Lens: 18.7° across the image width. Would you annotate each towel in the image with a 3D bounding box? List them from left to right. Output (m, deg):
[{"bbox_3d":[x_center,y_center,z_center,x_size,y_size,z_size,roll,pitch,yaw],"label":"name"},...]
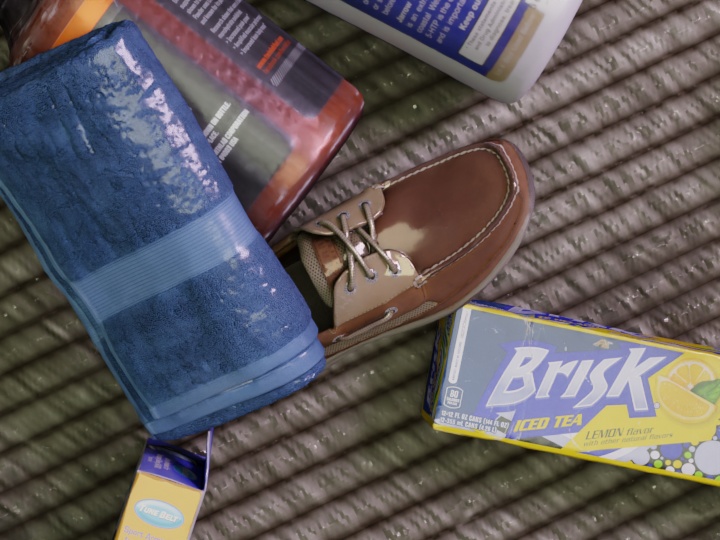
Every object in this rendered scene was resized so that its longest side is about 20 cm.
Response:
[{"bbox_3d":[-0.105,-0.016,1.060,0.111,0.049,0.201,-22,106,29],"label":"towel"}]

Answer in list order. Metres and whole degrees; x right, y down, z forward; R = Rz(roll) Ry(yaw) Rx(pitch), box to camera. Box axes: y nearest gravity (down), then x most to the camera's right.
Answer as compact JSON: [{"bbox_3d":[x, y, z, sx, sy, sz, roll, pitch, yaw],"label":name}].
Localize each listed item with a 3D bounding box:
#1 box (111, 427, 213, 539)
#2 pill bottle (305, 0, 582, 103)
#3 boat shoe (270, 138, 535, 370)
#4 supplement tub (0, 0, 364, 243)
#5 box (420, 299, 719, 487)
[{"bbox_3d":[-0.119,0.170,1.117,0.041,0.119,0.201,16,92,-4],"label":"box"},{"bbox_3d":[0.017,-0.180,1.104,0.199,0.120,0.120,27,91,-6],"label":"pill bottle"},{"bbox_3d":[0.000,0.000,1.103,0.200,0.072,0.076,-36,71,21],"label":"boat shoe"},{"bbox_3d":[-0.102,-0.106,1.107,0.200,0.107,0.107,38,90,-5],"label":"supplement tub"},{"bbox_3d":[0.136,0.066,1.156,0.198,0.064,0.071,11,92,-5],"label":"box"}]
